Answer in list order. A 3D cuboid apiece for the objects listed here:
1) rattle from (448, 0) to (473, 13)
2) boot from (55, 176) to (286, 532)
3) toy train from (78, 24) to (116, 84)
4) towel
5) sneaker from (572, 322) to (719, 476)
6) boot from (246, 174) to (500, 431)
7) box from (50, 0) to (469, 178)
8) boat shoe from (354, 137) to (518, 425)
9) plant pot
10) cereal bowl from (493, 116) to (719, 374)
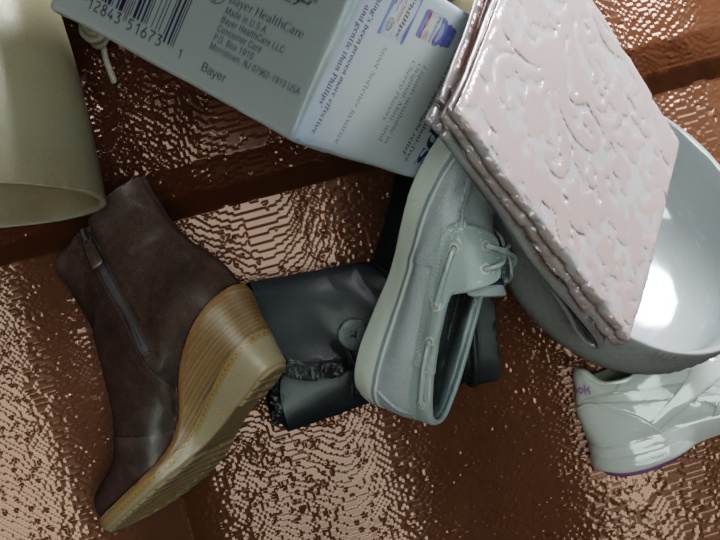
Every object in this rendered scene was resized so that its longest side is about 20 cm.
[{"bbox_3d":[0.070,-0.267,0.863,0.143,0.130,0.200,24,71,35],"label":"rattle"},{"bbox_3d":[-0.150,0.059,0.844,0.166,0.072,0.200,48,115,17],"label":"boot"},{"bbox_3d":[-0.179,-0.224,0.798,0.084,0.116,0.200,-10,93,-1],"label":"toy train"},{"bbox_3d":[0.121,-0.084,0.743,0.200,0.032,0.191,50,46,-31],"label":"towel"},{"bbox_3d":[0.244,0.068,0.887,0.200,0.075,0.100,-23,96,-6],"label":"sneaker"},{"bbox_3d":[0.000,0.000,0.852,0.168,0.076,0.200,-10,99,-11],"label":"boot"},{"bbox_3d":[-0.038,-0.143,0.743,0.184,0.200,0.105,31,100,25],"label":"box"},{"bbox_3d":[0.061,0.000,0.778,0.071,0.070,0.201,25,104,28],"label":"boat shoe"},{"bbox_3d":[-0.257,-0.135,0.771,0.187,0.187,0.200,-4,85,-7],"label":"plant pot"},{"bbox_3d":[0.168,-0.016,0.849,0.200,0.083,0.200,14,56,-22],"label":"cereal bowl"}]
